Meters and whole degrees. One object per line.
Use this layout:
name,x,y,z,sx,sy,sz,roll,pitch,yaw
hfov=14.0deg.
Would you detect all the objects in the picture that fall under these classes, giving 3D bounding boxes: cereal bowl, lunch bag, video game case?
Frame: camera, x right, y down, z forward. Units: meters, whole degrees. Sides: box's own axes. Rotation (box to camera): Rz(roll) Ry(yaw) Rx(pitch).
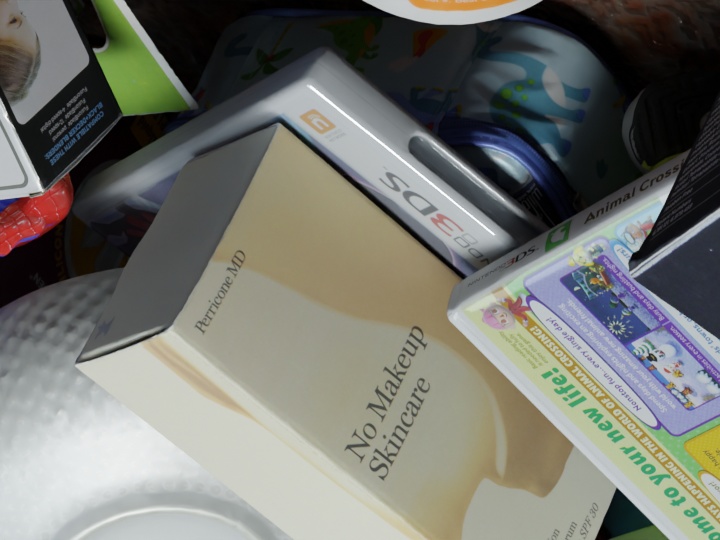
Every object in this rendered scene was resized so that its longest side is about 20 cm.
cereal bowl,-0.083,0.097,1.187,0.199,0.084,0.201,-5,134,-6
lunch bag,0.032,-0.029,1.198,0.199,0.083,0.161,5,145,37
video game case,0.162,0.038,1.074,0.182,0.022,0.200,-30,116,34
video game case,0.000,0.000,1.163,0.182,0.023,0.200,38,151,-18

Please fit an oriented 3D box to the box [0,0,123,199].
box,-0.185,-0.123,1.109,0.116,0.060,0.201,-6,119,37

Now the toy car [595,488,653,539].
toy car,0.057,0.140,1.403,0.176,0.185,0.200,14,-160,-24

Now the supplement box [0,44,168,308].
supplement box,-0.158,0.007,1.289,0.085,0.200,0.111,7,144,34

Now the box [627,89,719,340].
box,0.219,-0.030,0.934,0.200,0.183,0.104,33,150,-10

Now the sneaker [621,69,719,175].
sneaker,0.177,0.000,1.125,0.200,0.076,0.076,36,149,-10

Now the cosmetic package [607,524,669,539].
cosmetic package,0.141,0.169,1.280,0.073,0.199,0.104,-118,14,-51

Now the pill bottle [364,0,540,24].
pill bottle,0.031,-0.179,0.936,0.109,0.110,0.200,21,149,13

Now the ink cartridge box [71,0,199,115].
ink cartridge box,-0.163,-0.133,1.209,0.199,0.076,0.148,0,139,35

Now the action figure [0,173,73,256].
action figure,-0.173,0.007,1.166,0.052,0.200,0.065,45,160,-11

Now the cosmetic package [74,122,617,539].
cosmetic package,0.002,0.049,1.112,0.200,0.105,0.071,39,148,-22
